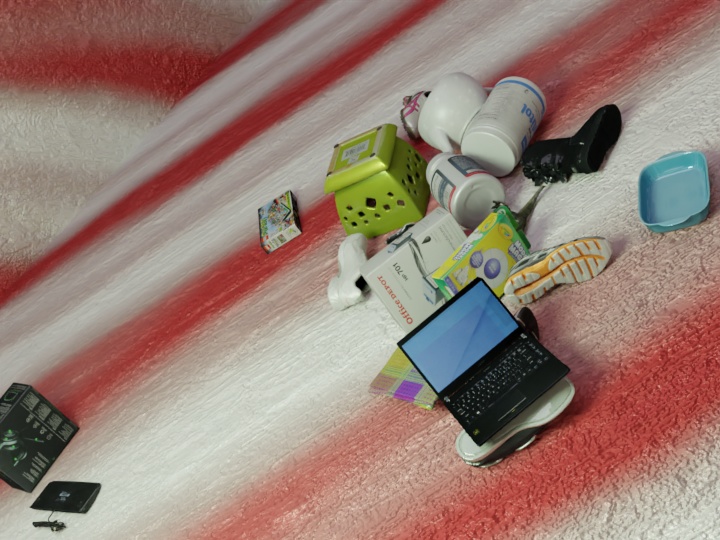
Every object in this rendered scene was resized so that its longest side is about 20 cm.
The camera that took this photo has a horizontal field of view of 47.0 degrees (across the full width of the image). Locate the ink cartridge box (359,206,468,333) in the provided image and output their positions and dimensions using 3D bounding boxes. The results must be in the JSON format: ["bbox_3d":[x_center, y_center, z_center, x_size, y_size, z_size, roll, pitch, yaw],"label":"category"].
[{"bbox_3d":[0.120,0.000,1.571,0.200,0.147,0.086,-38,16,-2],"label":"ink cartridge box"}]

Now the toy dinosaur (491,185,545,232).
[{"bbox_3d":[0.295,-0.098,1.641,0.088,0.048,0.201,9,51,31],"label":"toy dinosaur"}]

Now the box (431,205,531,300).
[{"bbox_3d":[0.235,-0.014,1.517,0.200,0.118,0.048,-47,26,-16],"label":"box"}]

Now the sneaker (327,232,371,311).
[{"bbox_3d":[0.000,0.000,1.787,0.099,0.078,0.201,-9,49,27],"label":"sneaker"}]

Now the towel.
[{"bbox_3d":[0.105,0.175,1.463,0.144,0.023,0.199,-50,26,-22],"label":"towel"}]

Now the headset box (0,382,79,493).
[{"bbox_3d":[-0.797,0.396,1.939,0.092,0.174,0.201,-2,46,42],"label":"headset box"}]

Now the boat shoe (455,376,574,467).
[{"bbox_3d":[0.236,0.228,1.250,0.199,0.060,0.076,-30,51,7],"label":"boat shoe"}]

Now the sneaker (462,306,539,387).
[{"bbox_3d":[0.219,0.146,1.365,0.115,0.076,0.201,-12,39,39],"label":"sneaker"}]

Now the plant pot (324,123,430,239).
[{"bbox_3d":[0.033,-0.213,1.920,0.199,0.182,0.200,-19,35,27],"label":"plant pot"}]

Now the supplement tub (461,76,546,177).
[{"bbox_3d":[0.318,-0.318,1.826,0.131,0.132,0.201,-2,46,43],"label":"supplement tub"}]

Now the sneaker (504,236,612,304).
[{"bbox_3d":[0.342,-0.014,1.456,0.199,0.079,0.077,-23,24,19],"label":"sneaker"}]

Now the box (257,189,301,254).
[{"bbox_3d":[-0.216,-0.132,2.197,0.110,0.035,0.200,-31,32,10],"label":"box"}]

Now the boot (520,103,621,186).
[{"bbox_3d":[0.430,-0.258,1.698,0.162,0.073,0.199,-2,45,47],"label":"boot"}]

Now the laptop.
[{"bbox_3d":[0.182,0.132,1.261,0.177,0.103,0.200,-39,29,-1],"label":"laptop"}]

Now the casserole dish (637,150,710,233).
[{"bbox_3d":[0.548,-0.133,1.443,0.120,0.039,0.201,-16,38,30],"label":"casserole dish"}]

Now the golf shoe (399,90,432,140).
[{"bbox_3d":[0.155,-0.416,2.172,0.092,0.073,0.201,-20,35,23],"label":"golf shoe"}]

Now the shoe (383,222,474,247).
[{"bbox_3d":[0.148,-0.057,1.684,0.199,0.091,0.072,-19,35,26],"label":"shoe"}]

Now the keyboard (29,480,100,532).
[{"bbox_3d":[-0.650,0.511,1.791,0.199,0.021,0.127,-10,34,38],"label":"keyboard"}]

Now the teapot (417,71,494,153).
[{"bbox_3d":[0.242,-0.357,1.942,0.146,0.197,0.201,36,104,21],"label":"teapot"}]

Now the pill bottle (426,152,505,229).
[{"bbox_3d":[0.214,-0.177,1.752,0.119,0.120,0.200,-35,31,2],"label":"pill bottle"}]
